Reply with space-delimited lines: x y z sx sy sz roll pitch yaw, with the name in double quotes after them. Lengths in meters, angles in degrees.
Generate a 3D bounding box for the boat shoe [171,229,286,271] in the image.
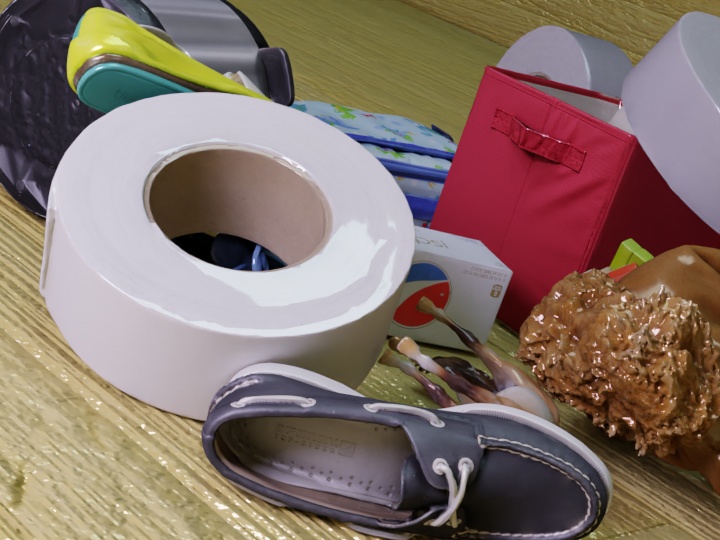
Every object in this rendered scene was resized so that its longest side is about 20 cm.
-0.091 -0.001 0.854 0.199 0.069 0.084 15 16 -17 "boat shoe"

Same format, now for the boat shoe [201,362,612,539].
0.022 0.094 0.661 0.199 0.074 0.060 18 15 5 "boat shoe"

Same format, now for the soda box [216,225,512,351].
0.000 0.000 0.963 0.199 0.068 0.064 12 17 -22 "soda box"

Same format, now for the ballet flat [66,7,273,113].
-0.097 -0.105 0.865 0.200 0.067 0.067 27 36 -40 "ballet flat"

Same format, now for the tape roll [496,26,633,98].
0.194 -0.142 1.401 0.066 0.201 0.200 11 17 -28 "tape roll"

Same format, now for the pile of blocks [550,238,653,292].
0.232 0.006 0.966 0.199 0.062 0.082 0 44 -22 "pile of blocks"

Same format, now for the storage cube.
0.181 -0.045 1.125 0.199 0.180 0.171 4 22 -42 "storage cube"

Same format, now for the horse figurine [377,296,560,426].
0.071 0.078 0.788 0.132 0.050 0.200 40 8 0 "horse figurine"

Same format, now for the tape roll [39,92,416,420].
-0.074 -0.012 0.771 0.202 0.071 0.203 10 43 -9 "tape roll"

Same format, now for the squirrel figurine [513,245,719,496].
0.196 0.081 0.826 0.199 0.142 0.187 18 27 -36 "squirrel figurine"

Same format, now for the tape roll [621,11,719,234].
0.289 -0.097 1.022 0.200 0.066 0.201 27 36 -22 "tape roll"

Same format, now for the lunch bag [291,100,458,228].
0.019 -0.092 1.283 0.199 0.083 0.161 8 22 -33 "lunch bag"

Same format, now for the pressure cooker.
-0.157 -0.121 0.999 0.176 0.179 0.200 38 22 18 "pressure cooker"
